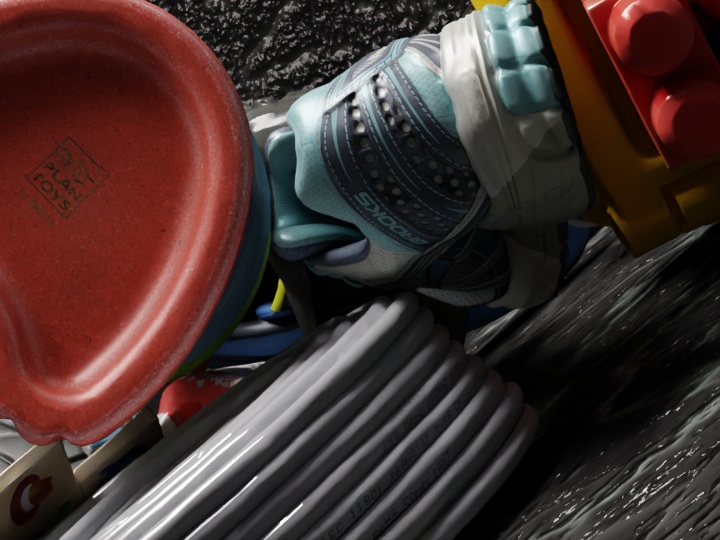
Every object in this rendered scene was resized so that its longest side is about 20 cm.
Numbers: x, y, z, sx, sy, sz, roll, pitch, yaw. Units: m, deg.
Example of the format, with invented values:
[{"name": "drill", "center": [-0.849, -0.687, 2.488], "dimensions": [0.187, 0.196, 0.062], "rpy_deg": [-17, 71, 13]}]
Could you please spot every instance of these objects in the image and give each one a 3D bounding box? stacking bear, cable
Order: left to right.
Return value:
[{"name": "stacking bear", "center": [-0.081, -0.008, 0.905], "dimensions": [0.114, 0.121, 0.200], "rpy_deg": [-44, -8, -7]}, {"name": "cable", "center": [-0.043, 0.084, 0.852], "dimensions": [0.200, 0.069, 0.200], "rpy_deg": [-40, 3, -12]}]

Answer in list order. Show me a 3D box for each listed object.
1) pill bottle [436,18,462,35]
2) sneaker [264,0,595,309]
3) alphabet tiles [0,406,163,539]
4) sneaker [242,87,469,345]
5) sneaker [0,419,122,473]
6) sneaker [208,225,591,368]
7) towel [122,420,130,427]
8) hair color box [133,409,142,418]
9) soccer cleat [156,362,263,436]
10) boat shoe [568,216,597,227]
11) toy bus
[{"name": "pill bottle", "center": [0.019, -0.031, 1.323], "dimensions": [0.116, 0.116, 0.200], "rpy_deg": [-42, 4, -37]}, {"name": "sneaker", "center": [0.013, -0.030, 0.866], "dimensions": [0.086, 0.078, 0.200], "rpy_deg": [-13, -12, -2]}, {"name": "alphabet tiles", "center": [-0.123, 0.126, 0.973], "dimensions": [0.167, 0.008, 0.200], "rpy_deg": [-40, -23, -16]}, {"name": "sneaker", "center": [0.005, -0.003, 1.004], "dimensions": [0.075, 0.091, 0.200], "rpy_deg": [-9, -19, 14]}, {"name": "sneaker", "center": [-0.154, 0.121, 1.017], "dimensions": [0.199, 0.082, 0.073], "rpy_deg": [-31, 33, -2]}, {"name": "sneaker", "center": [0.000, 0.000, 1.138], "dimensions": [0.199, 0.066, 0.078], "rpy_deg": [-9, 3, -14]}, {"name": "towel", "center": [-0.144, 0.081, 1.125], "dimensions": [0.132, 0.035, 0.200], "rpy_deg": [-32, 33, 5]}, {"name": "hair color box", "center": [-0.152, 0.081, 1.309], "dimensions": [0.061, 0.099, 0.200], "rpy_deg": [-38, -17, 14]}, {"name": "soccer cleat", "center": [-0.042, 0.061, 1.204], "dimensions": [0.085, 0.069, 0.200], "rpy_deg": [-45, 0, -18]}, {"name": "boat shoe", "center": [0.143, -0.079, 1.077], "dimensions": [0.199, 0.072, 0.069], "rpy_deg": [-27, 35, 29]}, {"name": "toy bus", "center": [0.083, -0.106, 0.913], "dimensions": [0.135, 0.201, 0.192], "rpy_deg": [-27, 10, 7]}]
